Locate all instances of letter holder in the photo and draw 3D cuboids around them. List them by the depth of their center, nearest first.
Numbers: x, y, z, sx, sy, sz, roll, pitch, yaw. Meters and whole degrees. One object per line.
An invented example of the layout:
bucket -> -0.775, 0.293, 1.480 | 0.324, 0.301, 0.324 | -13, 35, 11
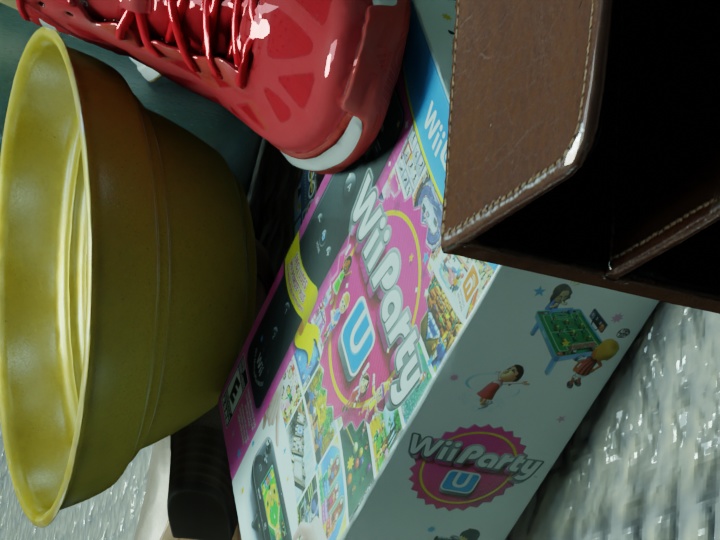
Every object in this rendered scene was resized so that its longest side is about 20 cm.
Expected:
letter holder -> 0.100, -0.108, 0.566 | 0.142, 0.100, 0.201 | 144, 135, -62

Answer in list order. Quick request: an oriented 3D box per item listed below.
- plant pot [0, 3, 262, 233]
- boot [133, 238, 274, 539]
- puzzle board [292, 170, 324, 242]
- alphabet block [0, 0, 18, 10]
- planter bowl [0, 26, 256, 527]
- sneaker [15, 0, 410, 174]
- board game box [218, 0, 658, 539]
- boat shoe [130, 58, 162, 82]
plant pot -> -0.152, -0.020, 1.068 | 0.200, 0.195, 0.197 | -109, 33, -75
boot -> -0.066, 0.087, 1.009 | 0.200, 0.070, 0.147 | 103, 176, -49
puzzle board -> 0.000, 0.000, 0.936 | 0.151, 0.017, 0.201 | 124, 151, -50
alphabet block -> -0.109, -0.225, 0.888 | 0.196, 0.200, 0.196 | 0, 76, 35
planter bowl -> -0.093, 0.003, 0.881 | 0.200, 0.083, 0.202 | -179, 90, -71
sneaker -> -0.065, -0.089, 0.789 | 0.200, 0.115, 0.079 | 16, 92, 67
board game box -> 0.019, 0.027, 0.762 | 0.200, 0.064, 0.148 | -62, 27, 32
boat shoe -> -0.079, -0.188, 1.043 | 0.071, 0.069, 0.201 | -14, 51, 62
